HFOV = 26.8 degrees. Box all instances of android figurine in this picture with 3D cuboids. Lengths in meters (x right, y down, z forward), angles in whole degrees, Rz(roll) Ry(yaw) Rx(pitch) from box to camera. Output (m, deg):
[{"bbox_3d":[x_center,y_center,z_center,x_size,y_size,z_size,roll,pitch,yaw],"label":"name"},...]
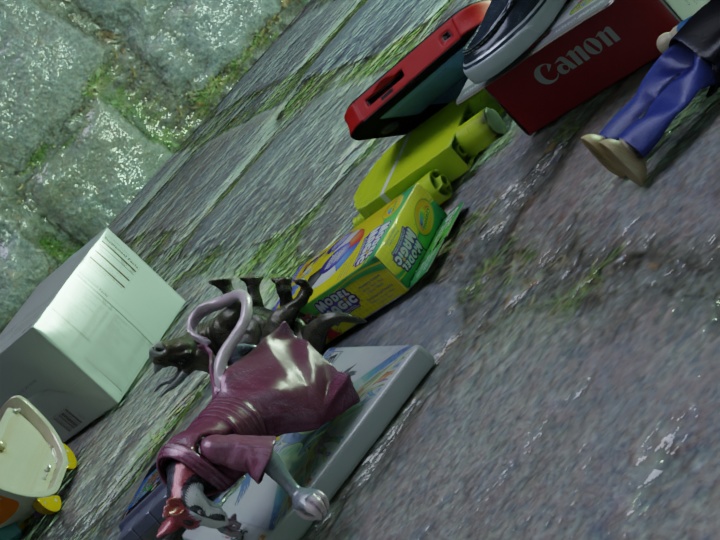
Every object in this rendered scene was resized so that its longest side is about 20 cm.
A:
[{"bbox_3d":[0.065,-0.106,1.455,0.200,0.041,0.182,-37,18,33],"label":"android figurine"}]

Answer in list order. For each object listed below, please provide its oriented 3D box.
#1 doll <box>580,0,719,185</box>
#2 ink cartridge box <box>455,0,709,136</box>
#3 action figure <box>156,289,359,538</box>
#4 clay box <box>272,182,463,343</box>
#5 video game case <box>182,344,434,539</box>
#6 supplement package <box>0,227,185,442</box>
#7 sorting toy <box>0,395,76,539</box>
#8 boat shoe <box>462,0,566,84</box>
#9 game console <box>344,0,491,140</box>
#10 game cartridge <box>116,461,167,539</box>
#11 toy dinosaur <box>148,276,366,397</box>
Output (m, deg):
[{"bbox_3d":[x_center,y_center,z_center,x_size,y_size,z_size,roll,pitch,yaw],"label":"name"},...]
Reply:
[{"bbox_3d":[0.241,-0.152,1.065,0.200,0.048,0.136,-47,15,1],"label":"doll"},{"bbox_3d":[0.194,-0.205,1.271,0.200,0.084,0.176,-30,23,49],"label":"ink cartridge box"},{"bbox_3d":[-0.087,0.108,1.049,0.133,0.150,0.200,-27,10,37],"label":"action figure"},{"bbox_3d":[0.000,0.000,1.342,0.200,0.048,0.115,-36,16,40],"label":"clay box"},{"bbox_3d":[-0.044,0.138,1.151,0.200,0.022,0.182,-51,15,-18],"label":"video game case"},{"bbox_3d":[-0.365,0.092,1.935,0.191,0.147,0.201,-33,19,41],"label":"supplement package"},{"bbox_3d":[-0.425,0.275,1.738,0.180,0.107,0.200,-50,13,18],"label":"sorting toy"},{"bbox_3d":[0.131,-0.252,1.227,0.201,0.091,0.071,-50,16,-3],"label":"boat shoe"},{"bbox_3d":[0.091,-0.191,1.466,0.200,0.031,0.176,-37,-17,32],"label":"game console"},{"bbox_3d":[-0.142,0.163,1.297,0.129,0.038,0.200,-39,8,12],"label":"game cartridge"},{"bbox_3d":[-0.080,0.057,1.304,0.198,0.103,0.077,1,2,18],"label":"toy dinosaur"}]
